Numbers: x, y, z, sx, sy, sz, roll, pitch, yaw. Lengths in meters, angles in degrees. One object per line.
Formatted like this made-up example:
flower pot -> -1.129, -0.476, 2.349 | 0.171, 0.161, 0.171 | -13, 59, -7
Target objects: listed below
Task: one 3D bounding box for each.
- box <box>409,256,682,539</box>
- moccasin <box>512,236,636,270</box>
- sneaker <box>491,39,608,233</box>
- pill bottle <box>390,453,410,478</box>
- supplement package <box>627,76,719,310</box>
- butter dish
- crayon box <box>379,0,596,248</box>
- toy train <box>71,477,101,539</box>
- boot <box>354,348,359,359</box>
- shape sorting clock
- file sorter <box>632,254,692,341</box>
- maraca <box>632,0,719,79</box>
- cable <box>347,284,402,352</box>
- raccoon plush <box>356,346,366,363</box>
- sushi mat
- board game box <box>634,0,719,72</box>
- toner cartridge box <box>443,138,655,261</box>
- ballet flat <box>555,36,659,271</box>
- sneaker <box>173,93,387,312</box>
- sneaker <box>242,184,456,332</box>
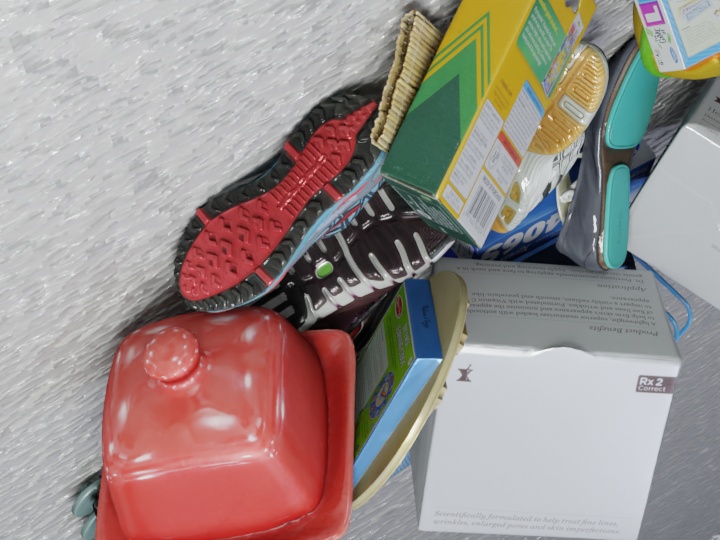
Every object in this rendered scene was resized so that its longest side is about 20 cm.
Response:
box -> 0.148, 0.109, 1.525 | 0.196, 0.131, 0.202 | 4, 124, -5
moccasin -> 0.156, 0.025, 1.598 | 0.199, 0.068, 0.081 | -34, 159, -4
sneaker -> 0.148, -0.120, 1.439 | 0.087, 0.076, 0.201 | -37, 166, -40
pill bottle -> 0.019, 0.132, 1.669 | 0.199, 0.109, 0.109 | -34, 157, -3
supplement package -> 0.357, -0.074, 1.560 | 0.200, 0.190, 0.148 | -51, 173, -46
butter dish -> -0.114, 0.098, 1.301 | 0.198, 0.201, 0.148 | -11, 137, 13
crayon box -> 0.093, -0.130, 1.275 | 0.201, 0.051, 0.126 | -63, 157, -6
toy train -> -0.184, 0.217, 1.586 | 0.114, 0.085, 0.201 | -39, 159, -19
boot -> -0.101, 0.094, 1.423 | 0.199, 0.097, 0.075 | -36, 174, 7
shape sorting clock -> 0.026, 0.091, 1.353 | 0.201, 0.039, 0.201 | -60, -167, 24
file sorter -> 0.222, 0.076, 1.759 | 0.139, 0.123, 0.200 | -51, 173, 33
maraca -> 0.287, -0.219, 1.380 | 0.199, 0.107, 0.138 | -31, 151, -23
cable -> 0.016, 0.009, 1.531 | 0.097, 0.050, 0.201 | -17, 141, -50
raccoon plush -> -0.036, 0.126, 1.535 | 0.132, 0.098, 0.200 | -8, 155, 8
sushi mat -> 0.057, -0.115, 1.306 | 0.200, 0.012, 0.097 | 24, 81, -67
board game box -> 0.277, -0.243, 1.291 | 0.199, 0.136, 0.034 | -26, -168, -21
toner cartridge box -> 0.165, -0.051, 1.607 | 0.199, 0.043, 0.095 | -27, 158, -21
ballet flat -> 0.198, -0.101, 1.502 | 0.073, 0.073, 0.202 | -3, 105, -52
sneaker -> -0.044, -0.035, 1.299 | 0.200, 0.080, 0.095 | -40, 159, 9
sneaker -> 0.000, 0.000, 1.453 | 0.199, 0.076, 0.115 | -28, 163, 7
